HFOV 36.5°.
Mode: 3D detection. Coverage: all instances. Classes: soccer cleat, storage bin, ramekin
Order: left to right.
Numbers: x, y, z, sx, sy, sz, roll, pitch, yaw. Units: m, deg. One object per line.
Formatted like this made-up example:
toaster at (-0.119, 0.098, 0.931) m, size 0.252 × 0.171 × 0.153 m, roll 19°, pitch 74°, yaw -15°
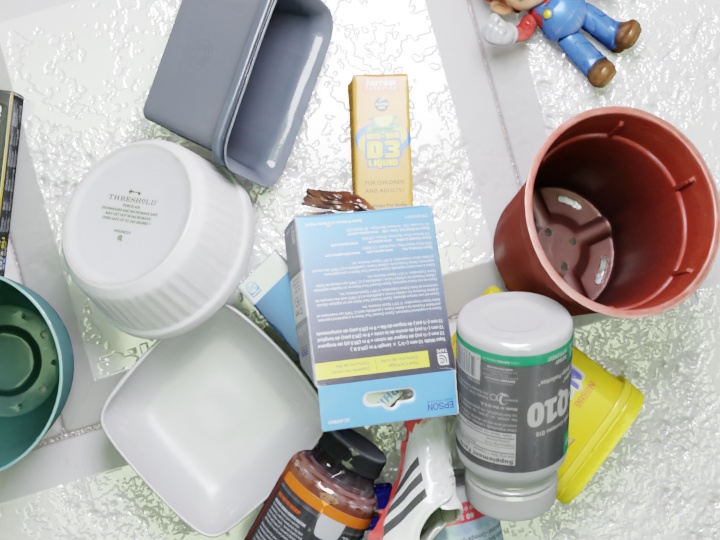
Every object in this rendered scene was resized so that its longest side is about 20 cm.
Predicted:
ramekin at (-0.215, -0.039, 1.119) m, size 0.199 × 0.094 × 0.206 m, roll -9°, pitch 66°, yaw 21°
storage bin at (-0.131, -0.208, 1.156) m, size 0.133 × 0.145 × 0.203 m, roll 21°, pitch 90°, yaw 25°
soccer cleat at (0.070, 0.208, 1.095) m, size 0.084 × 0.069 × 0.203 m, roll 11°, pitch 65°, yaw 24°

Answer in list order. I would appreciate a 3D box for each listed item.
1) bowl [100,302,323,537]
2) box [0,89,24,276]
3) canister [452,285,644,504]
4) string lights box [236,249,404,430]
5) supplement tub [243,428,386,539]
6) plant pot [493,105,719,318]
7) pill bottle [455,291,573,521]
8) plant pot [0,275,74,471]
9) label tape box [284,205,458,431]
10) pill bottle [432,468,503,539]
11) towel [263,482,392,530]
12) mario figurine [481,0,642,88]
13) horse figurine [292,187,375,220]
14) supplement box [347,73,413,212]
bowl at (-0.154, 0.153, 1.176) m, size 0.200 × 0.075 × 0.200 m, roll -44°, pitch 92°, yaw -1°
box at (-0.457, -0.101, 1.179) m, size 0.156 × 0.049 × 0.204 m, roll 7°, pitch 90°, yaw 0°
canister at (0.181, 0.131, 1.178) m, size 0.199 × 0.087 × 0.150 m, roll 36°, pitch 97°, yaw 0°
string lights box at (-0.042, 0.071, 1.165) m, size 0.059 × 0.103 × 0.200 m, roll -42°, pitch 91°, yaw -2°
supplement tub at (-0.051, 0.259, 1.111) m, size 0.106 × 0.107 × 0.202 m, roll 29°, pitch 96°, yaw -2°
plant pot at (0.232, -0.038, 1.116) m, size 0.197 × 0.195 × 0.205 m, roll 2°, pitch 79°, yaw -9°
pill bottle at (0.148, 0.134, 1.066) m, size 0.111 × 0.114 × 0.203 m, roll -4°, pitch 116°, yaw -2°
plant pot at (-0.385, 0.099, 1.124) m, size 0.196 × 0.161 × 0.205 m, roll 0°, pitch 90°, yaw -1°
label tape box at (0.010, 0.047, 1.053) m, size 0.141 × 0.066 × 0.204 m, roll -5°, pitch 82°, yaw -17°
pill bottle at (0.106, 0.323, 1.167) m, size 0.107 × 0.109 × 0.204 m, roll -11°, pitch 91°, yaw -2°
towel at (-0.025, 0.340, 1.193) m, size 0.145 × 0.050 × 0.204 m, roll -6°, pitch 90°, yaw -1°
mario figurine at (0.206, -0.283, 1.169) m, size 0.198 × 0.106 × 0.125 m, roll 33°, pitch 54°, yaw -9°
horse figurine at (0.000, 0.000, 1.119) m, size 0.130 × 0.050 × 0.204 m, roll -9°, pitch 77°, yaw -21°
supplement box at (0.022, -0.109, 1.185) m, size 0.065 × 0.069 × 0.204 m, roll -3°, pitch 89°, yaw -2°
